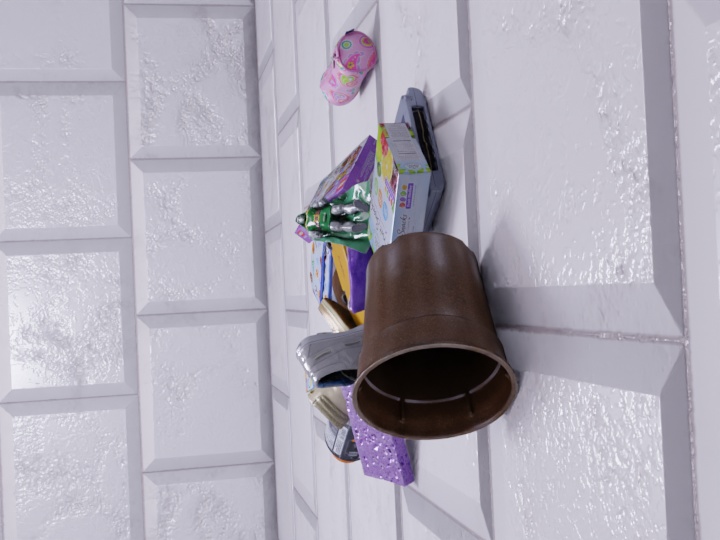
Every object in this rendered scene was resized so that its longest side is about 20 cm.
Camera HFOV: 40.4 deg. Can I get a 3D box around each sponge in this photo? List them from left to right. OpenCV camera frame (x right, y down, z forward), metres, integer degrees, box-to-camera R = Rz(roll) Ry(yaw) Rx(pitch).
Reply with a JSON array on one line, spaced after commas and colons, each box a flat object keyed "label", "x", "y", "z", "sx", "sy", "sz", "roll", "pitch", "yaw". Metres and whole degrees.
[{"label": "sponge", "x": 0.026, "y": 0.266, "z": 1.663, "sx": 0.111, "sy": 0.030, "sz": 0.202, "roll": 5, "pitch": 114, "yaw": 51}]

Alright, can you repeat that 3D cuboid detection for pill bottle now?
[{"label": "pill bottle", "x": -0.013, "y": 0.300, "z": 1.890, "sx": 0.201, "sy": 0.105, "sz": 0.107, "roll": 104, "pitch": 159, "yaw": -55}]

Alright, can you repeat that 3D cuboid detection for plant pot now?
[{"label": "plant pot", "x": 0.084, "y": 0.072, "z": 1.219, "sx": 0.201, "sy": 0.197, "sz": 0.200, "roll": 102, "pitch": 169, "yaw": -49}]

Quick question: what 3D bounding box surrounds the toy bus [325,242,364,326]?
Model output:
[{"label": "toy bus", "x": 0.000, "y": 0.000, "z": 1.734, "sx": 0.065, "sy": 0.077, "sz": 0.202, "roll": 136, "pitch": 120, "yaw": -65}]

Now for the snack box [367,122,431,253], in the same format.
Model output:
[{"label": "snack box", "x": 0.054, "y": -0.097, "z": 1.452, "sx": 0.143, "sy": 0.052, "sz": 0.202, "roll": -106, "pitch": 17, "yaw": -52}]

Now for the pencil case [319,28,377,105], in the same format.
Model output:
[{"label": "pencil case", "x": -0.026, "y": -0.385, "z": 1.871, "sx": 0.200, "sy": 0.086, "sz": 0.089, "roll": 140, "pitch": 126, "yaw": -76}]

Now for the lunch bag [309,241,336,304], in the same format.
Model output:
[{"label": "lunch bag", "x": -0.062, "y": -0.011, "z": 2.142, "sx": 0.161, "sy": 0.075, "sz": 0.202, "roll": -115, "pitch": 25, "yaw": -57}]

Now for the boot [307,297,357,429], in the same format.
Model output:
[{"label": "boot", "x": -0.047, "y": 0.165, "z": 1.757, "sx": 0.200, "sy": 0.156, "sz": 0.073, "roll": 50, "pitch": -163, "yaw": 21}]

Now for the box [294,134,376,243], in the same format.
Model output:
[{"label": "box", "x": -0.040, "y": -0.147, "z": 1.805, "sx": 0.200, "sy": 0.039, "sz": 0.138, "roll": -37, "pitch": 23, "yaw": 53}]

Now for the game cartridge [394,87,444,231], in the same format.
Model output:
[{"label": "game cartridge", "x": 0.085, "y": -0.161, "z": 1.501, "sx": 0.134, "sy": 0.040, "sz": 0.202, "roll": 112, "pitch": 154, "yaw": -55}]

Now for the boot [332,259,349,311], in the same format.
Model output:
[{"label": "boot", "x": -0.025, "y": -0.038, "z": 1.891, "sx": 0.147, "sy": 0.069, "sz": 0.203, "roll": -106, "pitch": 18, "yaw": -66}]

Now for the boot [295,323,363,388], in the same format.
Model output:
[{"label": "boot", "x": -0.003, "y": 0.146, "z": 1.625, "sx": 0.096, "sy": 0.198, "sz": 0.074, "roll": -122, "pitch": 29, "yaw": -42}]

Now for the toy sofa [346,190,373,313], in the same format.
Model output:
[{"label": "toy sofa", "x": 0.025, "y": -0.027, "z": 1.663, "sx": 0.083, "sy": 0.096, "sz": 0.203, "roll": 127, "pitch": 140, "yaw": -72}]

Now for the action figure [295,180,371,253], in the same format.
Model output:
[{"label": "action figure", "x": -0.052, "y": -0.088, "z": 1.682, "sx": 0.199, "sy": 0.054, "sz": 0.120, "roll": -1, "pitch": 82, "yaw": 56}]

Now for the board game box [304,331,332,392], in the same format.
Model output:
[{"label": "board game box", "x": -0.056, "y": 0.195, "z": 2.074, "sx": 0.200, "sy": 0.103, "sz": 0.104, "roll": 133, "pitch": 134, "yaw": -72}]
